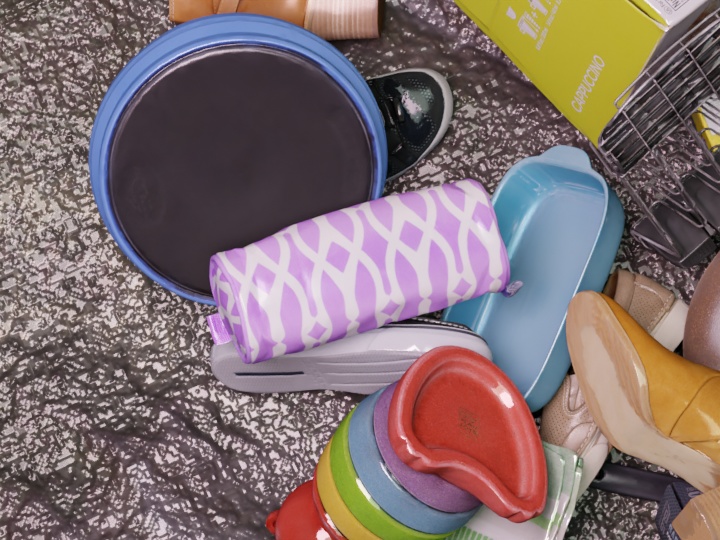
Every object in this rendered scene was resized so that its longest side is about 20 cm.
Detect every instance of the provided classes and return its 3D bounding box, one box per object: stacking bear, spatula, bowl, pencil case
[{"bbox_3d":[0.017,0.145,1.606,0.121,0.200,0.114,30,42,-22],"label":"stacking bear"},{"bbox_3d":[0.248,0.158,1.668,0.199,0.021,0.057,11,81,4],"label":"spatula"},{"bbox_3d":[-0.080,-0.069,1.609,0.200,0.039,0.201,-2,111,-6],"label":"bowl"},{"bbox_3d":[0.000,0.000,1.585,0.199,0.085,0.084,-15,85,-13],"label":"pencil case"}]

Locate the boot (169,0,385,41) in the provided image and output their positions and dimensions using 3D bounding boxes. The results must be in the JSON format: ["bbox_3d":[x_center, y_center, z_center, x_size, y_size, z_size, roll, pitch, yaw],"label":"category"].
[{"bbox_3d":[-0.056,-0.258,1.691,0.154,0.074,0.201,4,83,6],"label":"boot"}]

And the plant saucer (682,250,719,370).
[{"bbox_3d":[0.318,0.049,1.634,0.200,0.032,0.201,-1,106,-4],"label":"plant saucer"}]

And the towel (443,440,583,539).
[{"bbox_3d":[0.066,0.199,1.624,0.152,0.023,0.201,18,89,47],"label":"towel"}]

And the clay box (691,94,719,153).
[{"bbox_3d":[0.308,-0.064,1.671,0.115,0.048,0.200,-20,87,2],"label":"clay box"}]

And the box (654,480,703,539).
[{"bbox_3d":[0.313,0.197,1.587,0.199,0.051,0.158,-9,53,-15],"label":"box"}]

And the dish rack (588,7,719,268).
[{"bbox_3d":[0.221,-0.093,1.557,0.153,0.200,0.055,-43,53,1],"label":"dish rack"}]

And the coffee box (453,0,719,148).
[{"bbox_3d":[0.176,-0.237,1.578,0.198,0.200,0.200,-39,80,-19],"label":"coffee box"}]

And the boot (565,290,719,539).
[{"bbox_3d":[0.234,0.084,1.584,0.144,0.071,0.201,-20,72,-30],"label":"boot"}]

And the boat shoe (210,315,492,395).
[{"bbox_3d":[-0.006,0.041,1.643,0.199,0.072,0.071,2,58,17],"label":"boat shoe"}]

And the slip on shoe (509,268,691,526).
[{"bbox_3d":[0.149,0.090,1.648,0.061,0.076,0.200,36,84,-7],"label":"slip on shoe"}]

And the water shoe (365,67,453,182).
[{"bbox_3d":[-0.027,-0.083,1.669,0.200,0.079,0.072,-25,85,0],"label":"water shoe"}]

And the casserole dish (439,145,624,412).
[{"bbox_3d":[0.117,0.014,1.649,0.039,0.121,0.200,25,86,-37],"label":"casserole dish"}]
